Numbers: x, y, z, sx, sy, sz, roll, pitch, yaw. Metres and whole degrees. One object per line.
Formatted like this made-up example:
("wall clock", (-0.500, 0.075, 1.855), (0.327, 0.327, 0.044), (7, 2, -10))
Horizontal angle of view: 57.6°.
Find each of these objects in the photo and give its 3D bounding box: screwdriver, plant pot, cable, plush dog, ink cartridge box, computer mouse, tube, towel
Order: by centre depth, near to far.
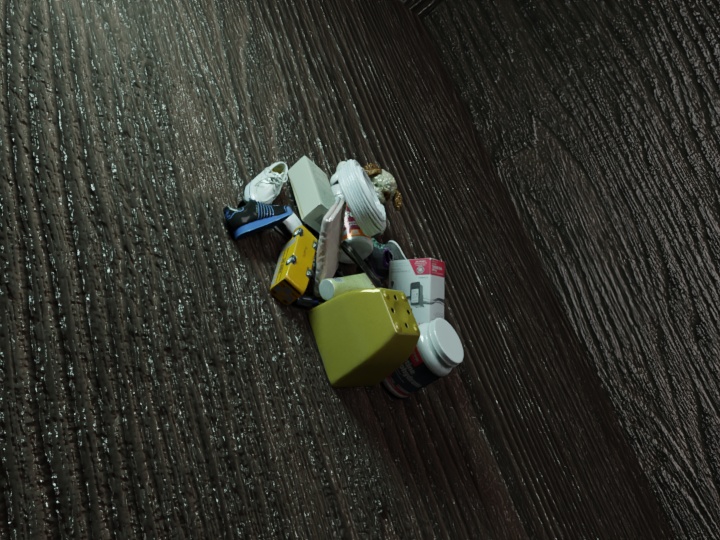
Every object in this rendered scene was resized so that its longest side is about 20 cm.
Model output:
("plant pot", (0.026, 0.145, 1.565), (0.192, 0.198, 0.199), (10, 53, -53))
("screwdriver", (-0.094, 0.083, 1.611), (0.198, 0.028, 0.029), (14, 20, -48))
("tube", (-0.024, 0.042, 1.637), (0.198, 0.051, 0.060), (-7, 95, -54))
("towel", (-0.076, -0.064, 1.639), (0.031, 0.205, 0.192), (11, 25, 7))
("computer mouse", (-0.160, -0.100, 1.678), (0.199, 0.043, 0.111), (42, 32, -27))
("cable", (0.003, -0.188, 1.699), (0.202, 0.068, 0.202), (59, 11, -31))
("cable", (0.000, 0.000, 1.752), (0.097, 0.050, 0.200), (41, -5, 35))
("ink cartridge box", (0.155, 0.076, 1.826), (0.083, 0.142, 0.206), (11, 78, -52))
("plush dog", (0.037, -0.232, 1.988), (0.200, 0.170, 0.162), (42, 33, -24))

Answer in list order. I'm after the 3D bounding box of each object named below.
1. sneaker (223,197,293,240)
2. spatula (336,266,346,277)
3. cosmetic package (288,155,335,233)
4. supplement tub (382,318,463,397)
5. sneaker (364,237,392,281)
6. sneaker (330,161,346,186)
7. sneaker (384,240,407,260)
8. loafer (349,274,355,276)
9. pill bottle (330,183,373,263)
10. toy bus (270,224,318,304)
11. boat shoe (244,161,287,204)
("sneaker", (-0.238, -0.136, 1.547), (0.199, 0.069, 0.079), (-27, 87, -54))
("spatula", (-0.005, 0.068, 1.778), (0.201, 0.020, 0.057), (49, 53, -8))
("cosmetic package", (-0.124, -0.201, 1.770), (0.103, 0.073, 0.203), (36, 24, -43))
("supplement tub", (0.151, 0.224, 1.683), (0.140, 0.198, 0.142), (37, 33, -30))
("sneaker", (0.040, -0.072, 1.924), (0.202, 0.087, 0.074), (55, 28, -5))
("sneaker", (-0.059, -0.291, 2.015), (0.086, 0.072, 0.199), (56, 17, 6))
("sneaker", (0.123, 0.005, 2.006), (0.202, 0.070, 0.099), (53, 30, 4))
("loafer", (0.027, 0.083, 1.732), (0.199, 0.075, 0.069), (42, 65, -18))
("pill bottle", (-0.039, -0.133, 1.832), (0.113, 0.113, 0.204), (22, 44, -47))
("toy bus", (-0.156, -0.018, 1.564), (0.065, 0.078, 0.202), (40, 32, -25))
("boat shoe", (-0.224, -0.222, 1.654), (0.075, 0.085, 0.203), (48, 29, -14))
